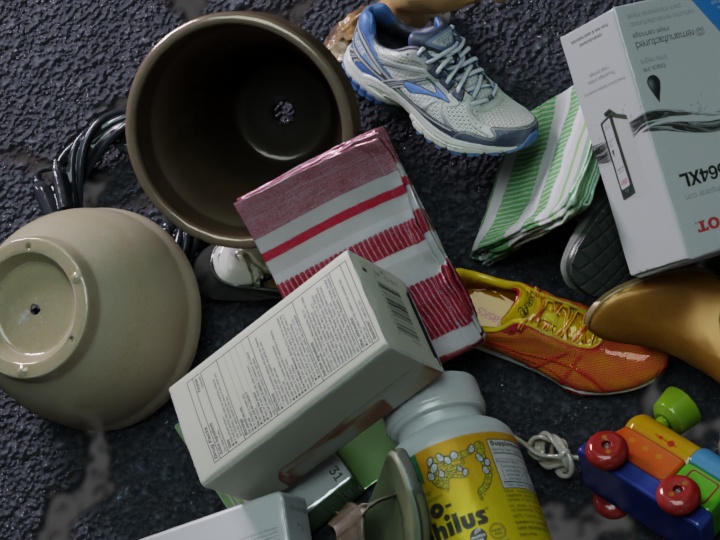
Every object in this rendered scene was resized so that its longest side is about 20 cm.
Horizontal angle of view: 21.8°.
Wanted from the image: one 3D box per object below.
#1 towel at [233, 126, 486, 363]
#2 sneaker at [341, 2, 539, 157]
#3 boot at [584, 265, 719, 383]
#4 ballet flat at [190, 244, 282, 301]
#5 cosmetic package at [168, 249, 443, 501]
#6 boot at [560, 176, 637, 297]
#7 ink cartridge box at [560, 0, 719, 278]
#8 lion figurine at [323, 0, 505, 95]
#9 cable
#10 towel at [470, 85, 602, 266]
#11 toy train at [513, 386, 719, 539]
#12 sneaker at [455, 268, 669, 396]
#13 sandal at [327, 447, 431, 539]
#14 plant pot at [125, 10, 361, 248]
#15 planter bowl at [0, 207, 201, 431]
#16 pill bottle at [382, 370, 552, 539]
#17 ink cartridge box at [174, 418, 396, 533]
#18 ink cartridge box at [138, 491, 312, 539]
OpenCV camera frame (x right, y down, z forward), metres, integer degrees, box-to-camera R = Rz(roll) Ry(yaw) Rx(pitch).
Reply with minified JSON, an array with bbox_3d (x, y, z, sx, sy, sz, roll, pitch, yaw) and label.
[{"bbox_3d":[0.000,0.000,1.547,0.143,0.023,0.201,-26,94,16],"label":"towel"},{"bbox_3d":[0.067,-0.165,1.598,0.199,0.086,0.077,29,41,24],"label":"sneaker"},{"bbox_3d":[0.289,0.070,1.474,0.200,0.071,0.145,-6,52,-14],"label":"boot"},{"bbox_3d":[-0.070,-0.009,1.652,0.199,0.069,0.068,4,59,21],"label":"ballet flat"},{"bbox_3d":[-0.045,0.089,1.504,0.200,0.087,0.104,-36,55,20],"label":"cosmetic package"},{"bbox_3d":[0.192,-0.049,1.565,0.130,0.068,0.200,-8,39,49],"label":"boot"},{"bbox_3d":[0.260,-0.111,1.461,0.145,0.084,0.201,-16,87,-28],"label":"ink cartridge box"},{"bbox_3d":[0.044,-0.233,1.676,0.122,0.200,0.073,-2,64,-21],"label":"lion figurine"},{"bbox_3d":[-0.211,-0.056,1.740,0.162,0.051,0.201,-27,60,-3],"label":"cable"},{"bbox_3d":[0.157,-0.092,1.567,0.023,0.200,0.153,24,70,-14],"label":"towel"},{"bbox_3d":[0.223,0.136,1.497,0.200,0.085,0.116,32,62,34],"label":"toy train"},{"bbox_3d":[0.157,0.052,1.550,0.199,0.077,0.073,13,69,18],"label":"sneaker"},{"bbox_3d":[0.000,0.221,1.466,0.057,0.201,0.080,1,45,-32],"label":"sandal"},{"bbox_3d":[-0.088,-0.130,1.642,0.199,0.175,0.202,2,101,10],"label":"plant pot"},{"bbox_3d":[-0.255,0.038,1.622,0.199,0.135,0.202,-2,84,21],"label":"planter bowl"},{"bbox_3d":[0.084,0.186,1.488,0.112,0.113,0.201,-21,62,7],"label":"pill bottle"},{"bbox_3d":[-0.039,0.131,1.593,0.200,0.048,0.146,-38,60,0],"label":"ink cartridge box"},{"bbox_3d":[-0.123,0.292,1.515,0.199,0.045,0.177,-21,64,26],"label":"ink cartridge box"}]
